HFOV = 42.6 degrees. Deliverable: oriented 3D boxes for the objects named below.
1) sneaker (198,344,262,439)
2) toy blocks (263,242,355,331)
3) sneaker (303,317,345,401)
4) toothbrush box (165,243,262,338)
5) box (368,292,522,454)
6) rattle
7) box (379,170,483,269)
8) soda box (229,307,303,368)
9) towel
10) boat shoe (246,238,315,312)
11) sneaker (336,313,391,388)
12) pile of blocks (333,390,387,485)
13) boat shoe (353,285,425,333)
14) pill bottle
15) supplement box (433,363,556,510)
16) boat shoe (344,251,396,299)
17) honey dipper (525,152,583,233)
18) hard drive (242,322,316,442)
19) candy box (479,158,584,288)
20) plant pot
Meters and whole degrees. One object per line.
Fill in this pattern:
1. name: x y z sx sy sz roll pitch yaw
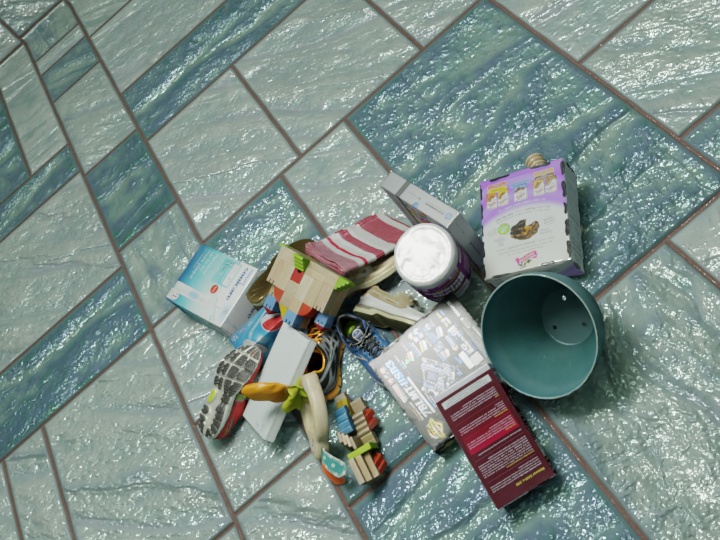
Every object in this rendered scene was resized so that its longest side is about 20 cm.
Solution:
1. sneaker: -0.248 0.239 1.817 0.077 0.085 0.202 29 89 30
2. toy blocks: -0.111 0.047 1.768 0.199 0.100 0.138 28 94 31
3. sneaker: -0.077 0.148 1.776 0.077 0.077 0.202 -23 49 20
4. toothbrush box: -0.299 0.049 1.981 0.199 0.085 0.147 23 74 39
5. box: 0.147 0.176 1.594 0.198 0.050 0.201 -41 65 3
6. rattle: -0.113 0.289 1.630 0.130 0.141 0.203 -22 75 57
7. box: 0.142 -0.096 1.743 0.041 0.156 0.199 -50 48 -5
8. soda box: -0.165 0.105 1.866 0.200 0.068 0.064 -42 47 1
9. towel: 0.006 -0.057 1.818 0.198 0.023 0.144 -26 33 -27
10. boat shoe: -0.159 0.013 1.928 0.073 0.065 0.200 20 54 39
11. sneaker: 0.016 0.145 1.708 0.079 0.089 0.199 -50 47 -5
12. pile of blocks: 0.001 0.282 1.631 0.062 0.082 0.201 -32 48 11
13. boat shoe: 0.078 0.076 1.724 0.198 0.075 0.069 16 67 34
14. pill bottle: 0.137 -0.005 1.645 0.111 0.200 0.114 -5 76 18
15. supplement box: 0.213 0.260 1.465 0.108 0.061 0.202 -32 76 10
16. boat shoe: 0.000 0.000 1.812 0.198 0.065 0.072 -28 10 12
17. honey dipper: 0.363 -0.140 1.712 0.038 0.038 0.201 -32 50 10
18. hard drive: -0.155 0.209 1.758 0.132 0.026 0.202 27 93 61
19. candy box: 0.305 -0.079 1.658 0.166 0.071 0.203 -14 61 30
20. plant pot: 0.314 0.092 1.502 0.198 0.134 0.203 9 106 33
